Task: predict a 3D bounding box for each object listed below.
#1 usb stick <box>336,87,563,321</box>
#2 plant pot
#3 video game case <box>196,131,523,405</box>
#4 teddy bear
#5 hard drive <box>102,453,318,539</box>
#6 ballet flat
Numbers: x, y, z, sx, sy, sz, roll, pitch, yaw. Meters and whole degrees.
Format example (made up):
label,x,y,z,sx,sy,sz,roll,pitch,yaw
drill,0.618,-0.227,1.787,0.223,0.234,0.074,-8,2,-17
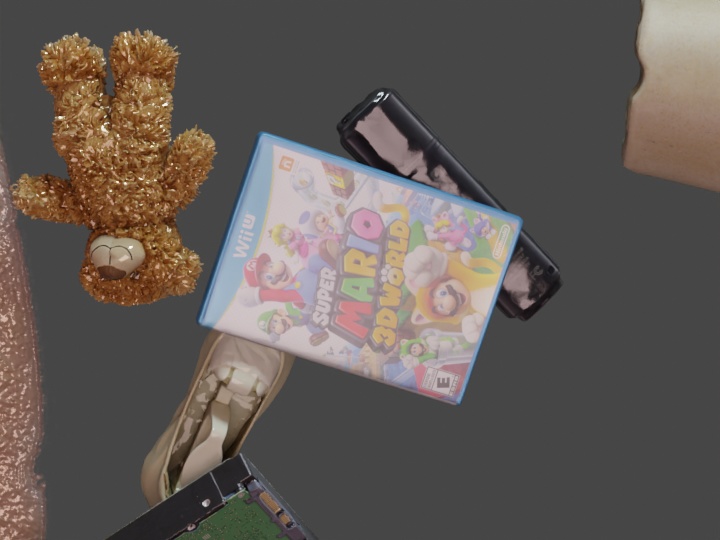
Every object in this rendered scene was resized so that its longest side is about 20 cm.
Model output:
label,x,y,z,sx,sy,sz,roll,pitch,yaw
usb stick,0.065,-0.047,1.591,0.055,0.033,0.200,-45,101,-3
plant pot,0.278,-0.126,1.526,0.183,0.200,0.201,8,101,5
video game case,0.000,0.000,1.562,0.200,0.018,0.143,18,96,-11
teddy bear,-0.171,-0.071,1.549,0.145,0.067,0.200,11,99,-4
hard drive,-0.134,0.226,1.590,0.200,0.038,0.140,-33,138,3
ballet flat,-0.095,0.095,1.588,0.069,0.069,0.200,25,98,-9
